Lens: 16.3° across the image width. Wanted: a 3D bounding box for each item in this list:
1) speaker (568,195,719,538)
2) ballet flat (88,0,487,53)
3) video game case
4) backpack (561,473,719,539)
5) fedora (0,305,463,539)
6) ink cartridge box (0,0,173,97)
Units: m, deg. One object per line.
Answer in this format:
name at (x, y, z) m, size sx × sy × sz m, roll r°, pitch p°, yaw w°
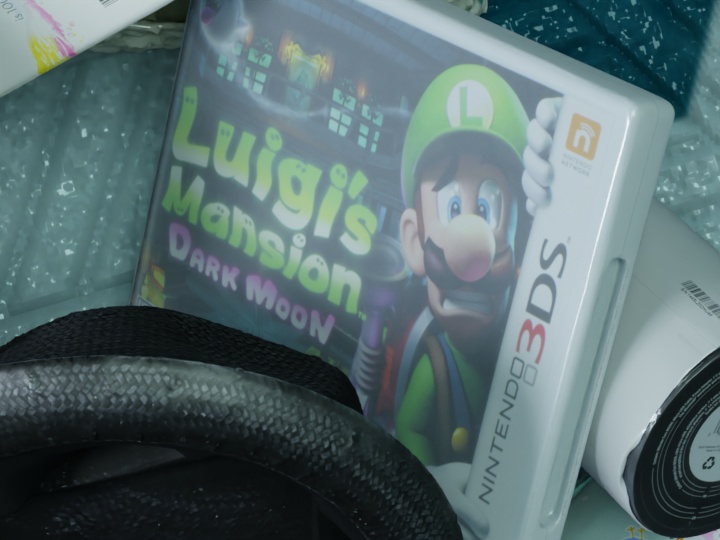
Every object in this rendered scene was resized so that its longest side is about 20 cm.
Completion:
speaker at (0.060, -0.003, 0.824) m, size 0.081 × 0.081 × 0.200 m, roll -37°, pitch 47°, yaw -9°
ballet flat at (-0.050, -0.112, 0.883) m, size 0.200 × 0.072 × 0.072 m, roll 2°, pitch 86°, yaw -7°
video game case at (0.000, 0.000, 0.803) m, size 0.023 × 0.200 × 0.182 m, roll -4°, pitch 115°, yaw -43°
backpack at (0.144, 0.104, 0.842) m, size 0.200 × 0.167 × 0.127 m, roll -38°, pitch 137°, yaw -3°
fedora at (-0.067, 0.068, 0.768) m, size 0.200 × 0.201 × 0.092 m, roll 11°, pitch 41°, yaw -7°
ink cartridge box at (-0.138, -0.116, 0.801) m, size 0.200 × 0.067 × 0.117 m, roll -26°, pitch 122°, yaw 21°
